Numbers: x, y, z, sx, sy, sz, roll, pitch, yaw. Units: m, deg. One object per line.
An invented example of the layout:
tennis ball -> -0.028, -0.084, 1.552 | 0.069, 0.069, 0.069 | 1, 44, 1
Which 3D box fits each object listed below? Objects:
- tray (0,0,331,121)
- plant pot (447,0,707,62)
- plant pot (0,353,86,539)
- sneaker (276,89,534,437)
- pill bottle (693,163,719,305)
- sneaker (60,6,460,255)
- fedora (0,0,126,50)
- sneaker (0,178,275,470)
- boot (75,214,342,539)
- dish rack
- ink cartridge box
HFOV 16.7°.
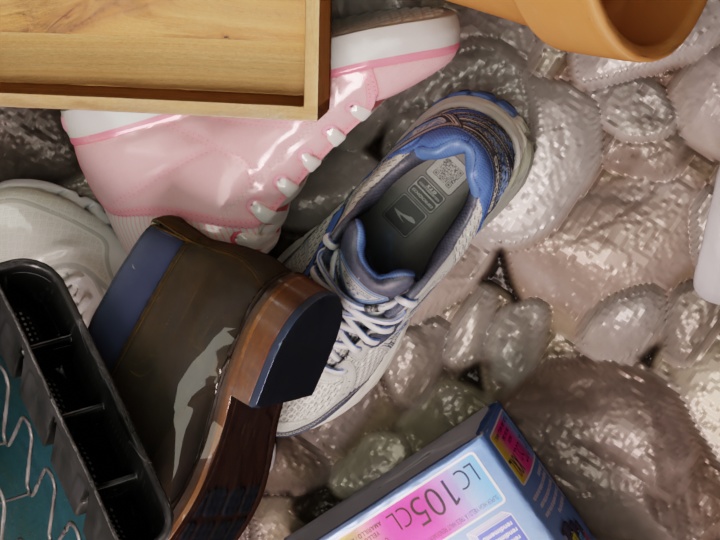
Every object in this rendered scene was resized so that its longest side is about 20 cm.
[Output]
tray -> -0.113, -0.123, 1.098 | 0.200, 0.037, 0.099 | 3, 103, 9
plant pot -> 0.068, -0.194, 1.059 | 0.140, 0.200, 0.201 | 7, 103, 26
plant pot -> -0.250, 0.141, 1.155 | 0.200, 0.188, 0.200 | 11, 117, 22
sneaker -> 0.000, 0.000, 1.158 | 0.077, 0.085, 0.200 | 36, 106, 2
pill bottle -> 0.256, -0.018, 1.090 | 0.200, 0.112, 0.113 | 13, 104, 8
sneaker -> -0.036, -0.057, 1.161 | 0.200, 0.075, 0.105 | -15, 100, 17
fedora -> -0.164, -0.192, 1.153 | 0.200, 0.082, 0.201 | 2, 102, 8
sneaker -> -0.121, 0.038, 1.194 | 0.075, 0.081, 0.200 | -41, 90, 18
boot -> -0.092, 0.073, 1.136 | 0.097, 0.075, 0.200 | 34, 102, 23
dish rack -> -0.199, 0.092, 1.057 | 0.200, 0.055, 0.154 | -17, 64, -25
ink cartridge box -> 0.066, 0.185, 1.189 | 0.136, 0.076, 0.200 | -34, 95, 16
